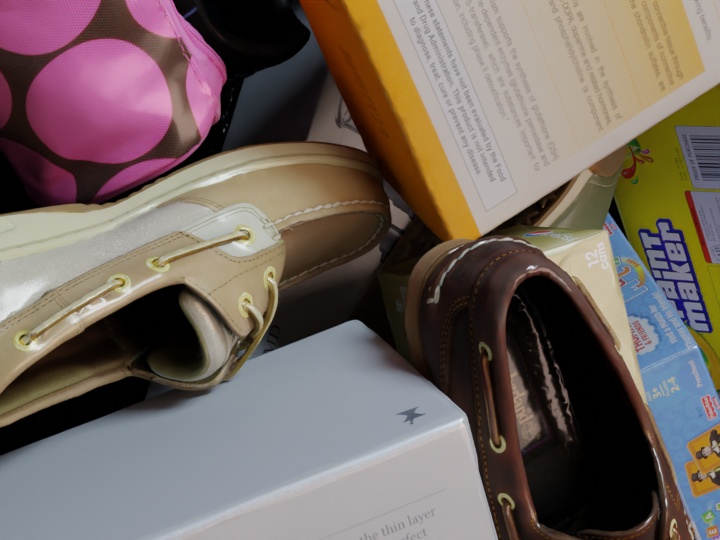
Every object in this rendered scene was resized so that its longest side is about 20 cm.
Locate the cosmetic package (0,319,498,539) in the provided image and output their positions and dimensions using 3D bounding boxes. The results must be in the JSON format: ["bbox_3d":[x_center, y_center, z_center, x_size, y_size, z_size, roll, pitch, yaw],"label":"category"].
[{"bbox_3d":[-0.048,0.153,0.912,0.198,0.123,0.201,-20,112,-13],"label":"cosmetic package"}]

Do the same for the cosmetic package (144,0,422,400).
[{"bbox_3d":[0.000,0.000,1.072,0.151,0.051,0.201,30,71,-44],"label":"cosmetic package"}]

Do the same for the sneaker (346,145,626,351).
[{"bbox_3d":[0.051,0.029,1.044,0.200,0.067,0.090,-52,126,-23],"label":"sneaker"}]

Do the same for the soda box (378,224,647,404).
[{"bbox_3d":[0.071,0.087,0.972,0.067,0.064,0.201,-18,101,-24],"label":"soda box"}]

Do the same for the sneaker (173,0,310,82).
[{"bbox_3d":[-0.074,-0.162,0.951,0.070,0.078,0.201,-42,123,-39],"label":"sneaker"}]

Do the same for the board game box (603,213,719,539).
[{"bbox_3d":[0.144,0.083,1.184,0.036,0.151,0.201,-24,118,0],"label":"board game box"}]

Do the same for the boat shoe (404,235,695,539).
[{"bbox_3d":[0.075,0.082,0.901,0.070,0.070,0.201,-33,107,-21],"label":"boat shoe"}]

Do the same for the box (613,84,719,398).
[{"bbox_3d":[0.214,-0.072,1.229,0.193,0.121,0.201,-49,130,-39],"label":"box"}]

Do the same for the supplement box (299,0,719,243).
[{"bbox_3d":[0.080,-0.118,0.937,0.199,0.074,0.126,-32,129,-8],"label":"supplement box"}]

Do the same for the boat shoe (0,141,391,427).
[{"bbox_3d":[-0.067,0.010,0.914,0.199,0.074,0.067,-17,62,-31],"label":"boat shoe"}]

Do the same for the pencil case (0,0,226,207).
[{"bbox_3d":[-0.114,-0.118,0.891,0.091,0.093,0.201,-100,167,-53],"label":"pencil case"}]
